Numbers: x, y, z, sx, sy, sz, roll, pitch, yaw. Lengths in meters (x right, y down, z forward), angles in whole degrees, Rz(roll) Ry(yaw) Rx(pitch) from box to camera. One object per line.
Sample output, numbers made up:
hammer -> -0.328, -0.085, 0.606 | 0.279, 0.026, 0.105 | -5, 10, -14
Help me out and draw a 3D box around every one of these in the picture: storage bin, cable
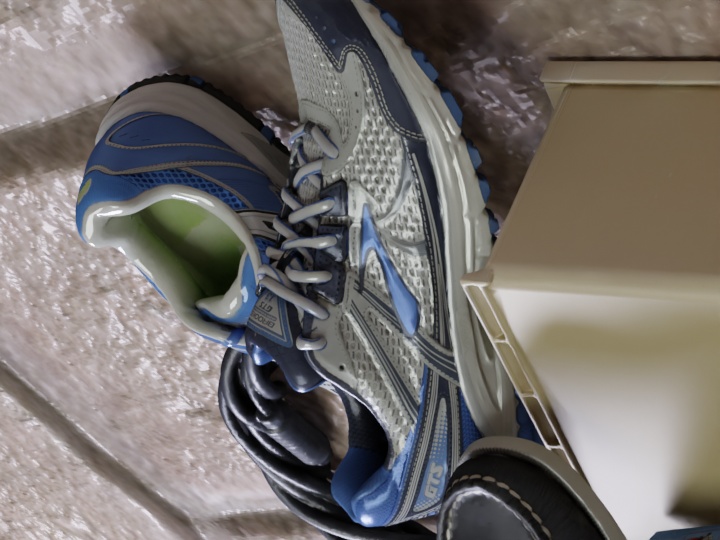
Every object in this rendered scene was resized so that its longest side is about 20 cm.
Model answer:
storage bin -> 0.165, 0.035, 0.617 | 0.200, 0.094, 0.199 | 3, 141, 32
cable -> 0.007, 0.083, 0.834 | 0.163, 0.051, 0.200 | 31, 148, -5

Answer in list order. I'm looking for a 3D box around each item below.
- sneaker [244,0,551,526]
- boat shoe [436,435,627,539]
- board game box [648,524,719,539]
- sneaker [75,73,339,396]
sneaker -> 0.000, 0.000, 0.636 | 0.077, 0.085, 0.200 | -144, 34, -70
boat shoe -> 0.060, 0.154, 0.633 | 0.074, 0.060, 0.200 | 4, 115, 40
board game box -> 0.189, 0.142, 0.581 | 0.200, 0.037, 0.151 | -15, 106, 46
sneaker -> -0.022, 0.013, 0.711 | 0.200, 0.077, 0.076 | 33, 125, -5
